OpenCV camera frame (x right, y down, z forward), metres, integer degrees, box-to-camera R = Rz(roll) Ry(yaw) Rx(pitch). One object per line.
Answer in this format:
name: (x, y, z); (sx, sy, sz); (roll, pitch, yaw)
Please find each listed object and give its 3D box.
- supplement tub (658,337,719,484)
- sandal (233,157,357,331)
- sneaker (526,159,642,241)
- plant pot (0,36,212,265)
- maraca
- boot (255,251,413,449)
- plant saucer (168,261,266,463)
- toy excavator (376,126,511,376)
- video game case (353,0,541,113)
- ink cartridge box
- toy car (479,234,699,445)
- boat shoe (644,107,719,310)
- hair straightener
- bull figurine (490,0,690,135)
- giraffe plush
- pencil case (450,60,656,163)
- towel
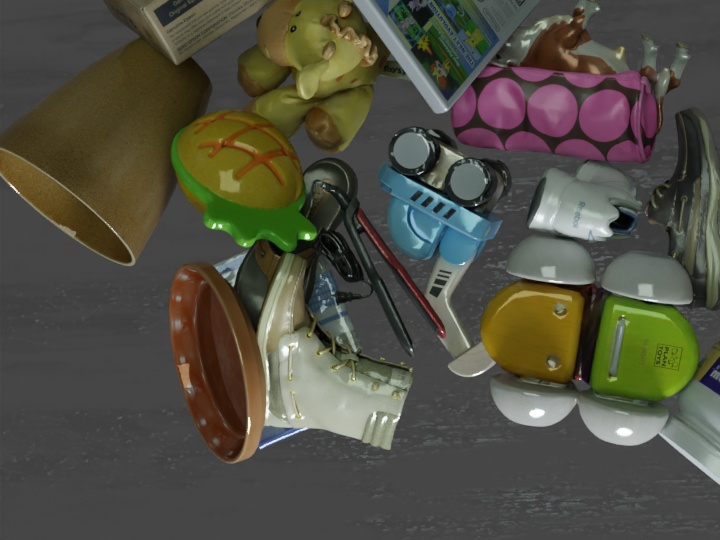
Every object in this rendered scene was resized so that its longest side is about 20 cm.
supplement tub: (0.384, 0.110, 1.281); (0.145, 0.145, 0.200); (40, 90, 13)
sandal: (-0.067, -0.026, 1.410); (0.082, 0.055, 0.200); (31, 87, 10)
sneaker: (0.225, -0.056, 1.312); (0.087, 0.200, 0.075); (23, 110, 23)
plant pot: (-0.246, -0.139, 1.434); (0.186, 0.186, 0.200); (33, 74, 13)
maraca: (-0.114, -0.085, 1.362); (0.137, 0.107, 0.200); (3, 38, -24)
boot: (-0.023, 0.080, 1.348); (0.155, 0.072, 0.200); (13, 124, 7)
plant saucer: (-0.138, 0.088, 1.374); (0.032, 0.200, 0.200); (-14, 78, -26)
toy excavator: (0.086, -0.020, 1.395); (0.194, 0.100, 0.200); (30, 102, 12)
video game case: (0.068, -0.279, 1.305); (0.200, 0.022, 0.182); (52, 59, -21)
ink cartridge box: (-0.170, -0.304, 1.412); (0.165, 0.075, 0.200); (-37, 36, -10)
toy car: (0.218, 0.060, 1.312); (0.200, 0.150, 0.175); (10, 98, 15)
boat shoe: (0.313, -0.060, 1.356); (0.073, 0.074, 0.200); (-5, 80, 10)
hair straightener: (0.000, 0.000, 1.364); (0.077, 0.041, 0.200); (-32, 82, -6)
bull figurine: (0.224, -0.210, 1.389); (0.200, 0.065, 0.121); (34, 122, 6)
giraffe plush: (-0.041, -0.217, 1.399); (0.200, 0.162, 0.173); (-8, 80, 10)
pencil case: (0.185, -0.157, 1.345); (0.200, 0.091, 0.094); (8, 105, 21)
towel: (-0.080, 0.067, 1.440); (0.147, 0.024, 0.200); (-24, 80, 5)
